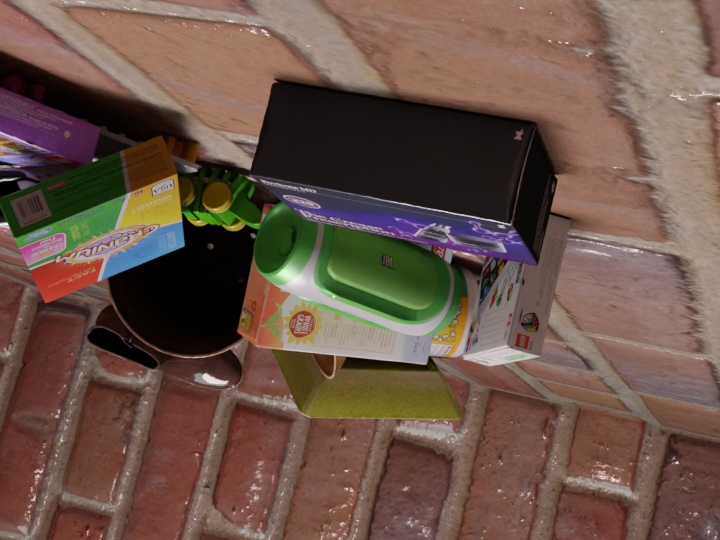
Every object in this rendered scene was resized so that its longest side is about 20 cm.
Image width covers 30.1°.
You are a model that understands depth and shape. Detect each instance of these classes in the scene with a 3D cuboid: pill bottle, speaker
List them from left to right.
[{"bbox_3d":[0.000,0.000,1.259,0.199,0.089,0.088,21,169,-35],"label":"speaker"},{"bbox_3d":[0.071,0.044,1.565,0.199,0.114,0.113,7,175,-20],"label":"pill bottle"}]

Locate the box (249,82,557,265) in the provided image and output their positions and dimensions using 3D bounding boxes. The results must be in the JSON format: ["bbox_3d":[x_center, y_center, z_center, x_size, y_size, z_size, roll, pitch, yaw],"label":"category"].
[{"bbox_3d":[0.037,-0.071,1.009,0.199,0.079,0.141,12,169,17],"label":"box"}]

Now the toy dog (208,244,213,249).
[{"bbox_3d":[-0.210,0.000,1.752,0.193,0.140,0.200,23,-177,-8],"label":"toy dog"}]

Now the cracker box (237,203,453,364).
[{"bbox_3d":[-0.013,0.015,1.348,0.199,0.135,0.058,9,-170,-29],"label":"cracker box"}]

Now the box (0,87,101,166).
[{"bbox_3d":[-0.343,-0.131,1.193,0.199,0.039,0.136,5,169,46],"label":"box"}]

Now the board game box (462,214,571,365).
[{"bbox_3d":[0.145,0.022,1.277,0.034,0.127,0.200,15,172,-5],"label":"board game box"}]

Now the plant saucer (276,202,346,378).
[{"bbox_3d":[-0.047,0.018,1.474,0.035,0.201,0.200,-16,178,-13],"label":"plant saucer"}]

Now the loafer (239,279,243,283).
[{"bbox_3d":[-0.124,0.036,1.641,0.072,0.199,0.063,47,155,33],"label":"loafer"}]

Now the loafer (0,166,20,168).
[{"bbox_3d":[-0.419,-0.137,1.393,0.199,0.063,0.072,20,140,-3],"label":"loafer"}]

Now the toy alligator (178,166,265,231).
[{"bbox_3d":[-0.176,-0.082,1.364,0.199,0.055,0.059,10,162,21],"label":"toy alligator"}]

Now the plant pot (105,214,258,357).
[{"bbox_3d":[-0.162,-0.011,1.497,0.186,0.188,0.200,13,-172,8],"label":"plant pot"}]

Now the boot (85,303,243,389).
[{"bbox_3d":[-0.242,0.109,1.668,0.199,0.073,0.166,27,-172,-5],"label":"boot"}]

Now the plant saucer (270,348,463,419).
[{"bbox_3d":[0.005,0.107,1.599,0.199,0.048,0.200,3,-157,-19],"label":"plant saucer"}]

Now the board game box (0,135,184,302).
[{"bbox_3d":[-0.241,-0.043,1.240,0.152,0.040,0.200,-23,166,-11],"label":"board game box"}]

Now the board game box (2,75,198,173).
[{"bbox_3d":[-0.282,-0.135,1.294,0.199,0.026,0.200,20,171,-33],"label":"board game box"}]

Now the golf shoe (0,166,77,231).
[{"bbox_3d":[-0.300,-0.066,1.284,0.199,0.073,0.092,-5,-174,-20],"label":"golf shoe"}]
